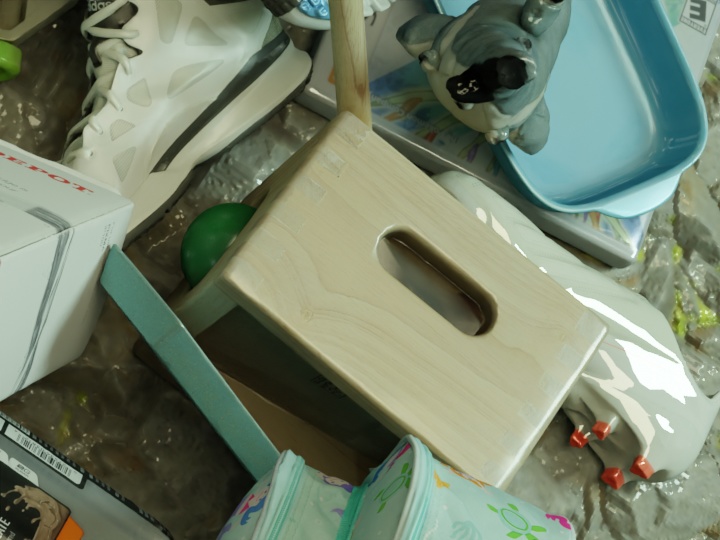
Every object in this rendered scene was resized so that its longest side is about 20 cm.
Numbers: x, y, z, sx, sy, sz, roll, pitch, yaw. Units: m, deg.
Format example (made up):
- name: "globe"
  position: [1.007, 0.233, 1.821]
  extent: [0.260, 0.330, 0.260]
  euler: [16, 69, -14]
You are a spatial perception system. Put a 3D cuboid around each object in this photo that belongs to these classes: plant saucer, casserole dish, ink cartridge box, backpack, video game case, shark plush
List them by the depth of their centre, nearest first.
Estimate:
- name: "backpack"
  position: [-0.003, 0.161, 0.951]
  extent: [0.150, 0.200, 0.178]
  euler: [32, 58, -10]
- name: "ink cartridge box"
  position: [-0.197, -0.006, 0.959]
  extent: [0.146, 0.200, 0.083]
  euler: [22, 104, 10]
- name: "plant saucer"
  position: [-0.056, 0.070, 1.052]
  extent: [0.019, 0.070, 0.200]
  euler: [-39, 133, -5]
- name: "shark plush"
  position: [0.063, -0.111, 1.082]
  extent: [0.091, 0.200, 0.083]
  euler: [43, 101, 7]
- name: "casserole dish"
  position: [0.098, -0.117, 1.206]
  extent: [0.121, 0.039, 0.200]
  euler: [-23, 86, -24]
- name: "video game case"
  position: [0.085, -0.124, 1.235]
  extent: [0.200, 0.022, 0.183]
  euler: [27, 69, -13]

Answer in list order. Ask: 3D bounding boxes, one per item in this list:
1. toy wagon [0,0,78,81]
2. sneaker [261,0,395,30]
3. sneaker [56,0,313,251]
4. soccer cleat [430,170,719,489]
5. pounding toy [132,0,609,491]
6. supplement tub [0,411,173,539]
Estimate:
- name: "toy wagon"
  position: [-0.184, -0.169, 1.135]
  extent: [0.199, 0.040, 0.156]
  euler: [10, 74, -19]
- name: "sneaker"
  position: [-0.025, -0.160, 1.137]
  extent: [0.075, 0.086, 0.200]
  euler: [58, 27, -17]
- name: "sneaker"
  position: [-0.122, -0.084, 1.102]
  extent: [0.200, 0.076, 0.116]
  euler: [-44, 112, -29]
- name: "soccer cleat"
  position: [0.103, 0.021, 1.185]
  extent: [0.200, 0.069, 0.078]
  euler: [50, 60, -11]
- name: "pounding toy"
  position: [0.000, 0.000, 1.082]
  extent: [0.200, 0.184, 0.142]
  euler: [39, 66, -7]
- name: "supplement tub"
  position: [-0.190, 0.111, 1.015]
  extent: [0.200, 0.122, 0.123]
  euler: [35, 67, -9]
